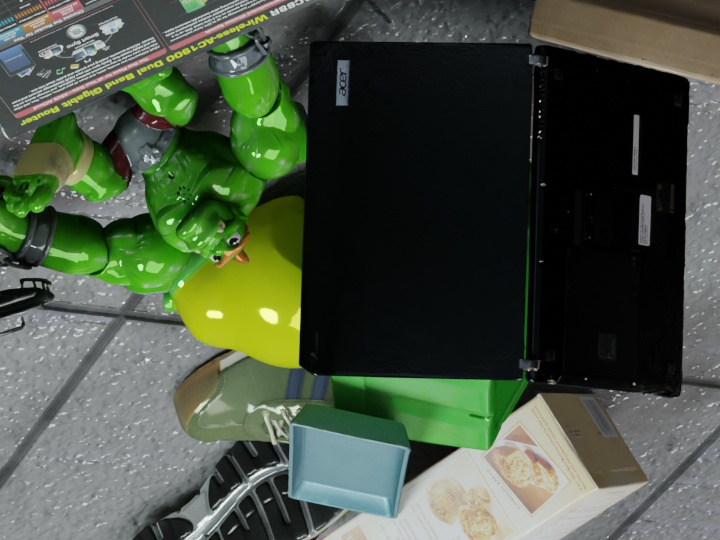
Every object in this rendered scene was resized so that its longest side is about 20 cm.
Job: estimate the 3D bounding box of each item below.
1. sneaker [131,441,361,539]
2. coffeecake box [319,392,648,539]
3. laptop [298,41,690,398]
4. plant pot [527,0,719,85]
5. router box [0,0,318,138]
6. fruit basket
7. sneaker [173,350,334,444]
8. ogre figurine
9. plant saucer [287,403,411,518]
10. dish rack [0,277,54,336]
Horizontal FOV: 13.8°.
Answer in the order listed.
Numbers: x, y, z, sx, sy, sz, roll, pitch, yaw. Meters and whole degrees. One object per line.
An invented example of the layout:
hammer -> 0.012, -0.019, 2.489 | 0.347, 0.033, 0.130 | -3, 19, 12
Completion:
sneaker -> -0.062, 0.161, 1.926 | 0.200, 0.078, 0.090 | -32, 156, 24
coffeecake box -> 0.071, 0.162, 1.916 | 0.200, 0.073, 0.153 | -35, 169, 13
laptop -> 0.075, -0.026, 1.585 | 0.103, 0.178, 0.200 | -3, 173, 44
plant pot -> 0.195, -0.143, 1.554 | 0.200, 0.201, 0.093 | 10, 96, -36
router box -> -0.119, -0.161, 1.440 | 0.200, 0.062, 0.150 | -23, 145, 6
fruit basket -> 0.000, 0.000, 1.692 | 0.215, 0.156, 0.216 | 24, 150, 15
sneaker -> -0.011, 0.079, 1.806 | 0.200, 0.090, 0.067 | -20, 147, 3
ogre figurine -> -0.104, -0.060, 1.569 | 0.120, 0.098, 0.200 | 34, 95, -34
plant saucer -> -0.007, 0.113, 1.758 | 0.070, 0.019, 0.200 | 12, 163, 2
dish rack -> -0.266, 0.025, 1.583 | 0.199, 0.055, 0.153 | -17, -172, -16
